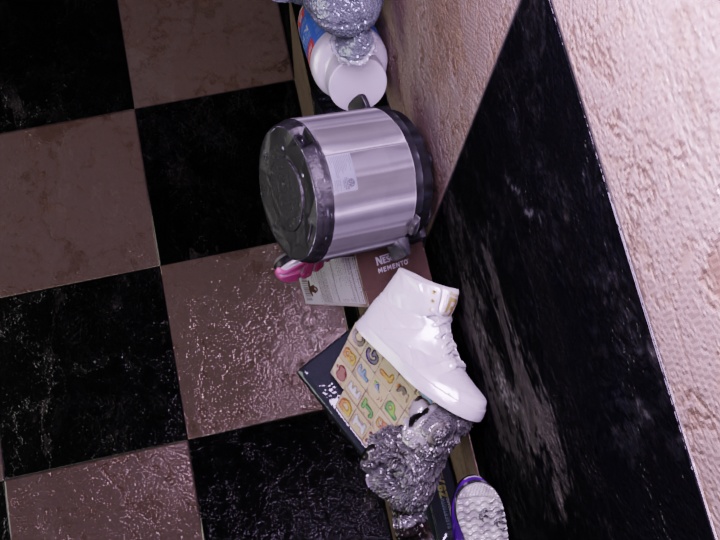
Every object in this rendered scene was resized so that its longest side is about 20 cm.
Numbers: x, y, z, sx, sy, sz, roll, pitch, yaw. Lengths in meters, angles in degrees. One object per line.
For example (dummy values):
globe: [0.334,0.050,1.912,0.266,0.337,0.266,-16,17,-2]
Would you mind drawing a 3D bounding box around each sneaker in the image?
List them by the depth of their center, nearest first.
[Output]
sneaker: [0.093,0.079,0.997,0.200,0.116,0.074,40,-167,27]
sneaker: [0.149,0.347,1.031,0.100,0.069,0.202,-140,46,-85]
sneaker: [-0.055,-0.067,1.132,0.087,0.200,0.074,44,156,7]

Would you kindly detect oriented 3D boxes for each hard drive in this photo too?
hard drive: [0.022,0.181,1.212,0.200,0.139,0.033,49,166,15]

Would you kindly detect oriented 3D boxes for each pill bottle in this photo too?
pill bottle: [-0.023,-0.316,1.199,0.201,0.111,0.113,-107,8,-48]

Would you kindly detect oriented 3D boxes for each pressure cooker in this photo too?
pressure cooker: [-0.004,-0.106,1.019,0.179,0.199,0.177,45,140,44]

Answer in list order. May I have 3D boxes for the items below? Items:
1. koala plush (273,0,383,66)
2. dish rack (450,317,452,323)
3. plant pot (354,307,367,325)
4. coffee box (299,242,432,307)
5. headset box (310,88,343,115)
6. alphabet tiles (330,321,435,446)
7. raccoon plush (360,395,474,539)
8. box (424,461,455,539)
koala plush: [-0.037,-0.365,1.047,0.178,0.182,0.201,87,158,-60]
dish rack: [0.097,0.133,1.114,0.172,0.043,0.202,126,134,-66]
plant pot: [0.043,0.136,1.553,0.201,0.092,0.203,168,90,-84]
coffee box: [0.000,0.000,1.226,0.199,0.114,0.080,-2,105,60]
headset box: [-0.021,-0.219,1.474,0.200,0.092,0.176,-113,13,-64]
alphabet tiles: [0.033,0.172,1.110,0.200,0.006,0.167,49,130,30]
raccoon plush: [0.093,0.250,1.007,0.097,0.133,0.201,-37,-77,-49]
box: [0.129,0.391,1.391,0.200,0.051,0.159,88,170,-62]
